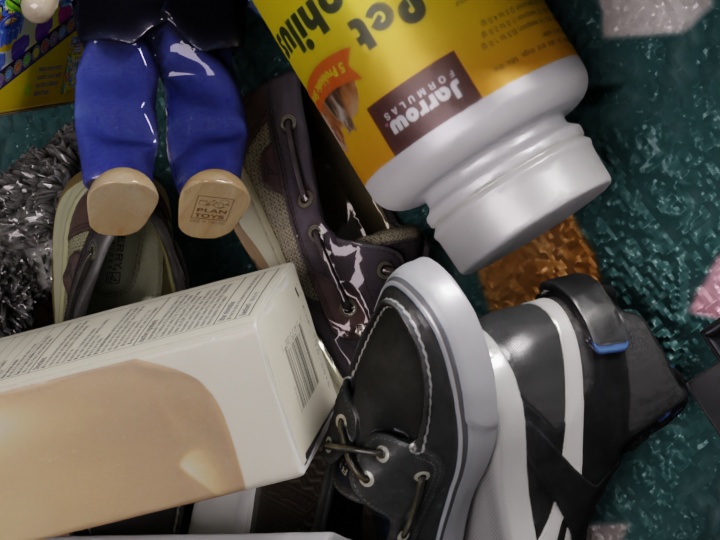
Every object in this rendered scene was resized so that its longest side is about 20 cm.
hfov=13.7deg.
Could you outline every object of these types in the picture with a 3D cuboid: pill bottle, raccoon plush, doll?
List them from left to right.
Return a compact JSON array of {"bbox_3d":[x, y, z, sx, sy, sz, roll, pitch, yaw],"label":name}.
[{"bbox_3d":[-0.196,-0.017,1.382,0.134,0.200,0.097,-56,49,22],"label":"raccoon plush"},{"bbox_3d":[-0.083,-0.109,1.339,0.136,0.049,0.200,1,58,-9],"label":"doll"},{"bbox_3d":[0.025,-0.103,1.300,0.109,0.109,0.200,-34,84,25],"label":"pill bottle"}]

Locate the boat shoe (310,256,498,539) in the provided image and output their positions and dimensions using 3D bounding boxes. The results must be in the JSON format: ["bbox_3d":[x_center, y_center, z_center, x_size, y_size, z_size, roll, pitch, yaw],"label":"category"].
[{"bbox_3d":[0.013,0.080,1.267,0.069,0.057,0.200,45,147,33],"label":"boat shoe"}]

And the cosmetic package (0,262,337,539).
[{"bbox_3d":[-0.119,0.064,1.283,0.199,0.105,0.071,-14,102,13],"label":"cosmetic package"}]

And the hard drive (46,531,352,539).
[{"bbox_3d":[-0.090,0.180,1.309,0.200,0.026,0.132,-5,66,43],"label":"hard drive"}]

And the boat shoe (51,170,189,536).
[{"bbox_3d":[-0.109,0.054,1.365,0.072,0.066,0.201,-3,107,-10],"label":"boat shoe"}]

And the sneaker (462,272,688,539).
[{"bbox_3d":[0.095,0.092,1.323,0.073,0.112,0.200,45,150,42],"label":"sneaker"}]

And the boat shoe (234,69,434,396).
[{"bbox_3d":[0.000,0.000,1.350,0.065,0.072,0.200,-39,76,29],"label":"boat shoe"}]

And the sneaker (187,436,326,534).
[{"bbox_3d":[-0.047,0.125,1.404,0.073,0.085,0.200,9,124,-21],"label":"sneaker"}]

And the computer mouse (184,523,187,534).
[{"bbox_3d":[-0.114,0.152,1.445,0.058,0.034,0.201,7,101,22],"label":"computer mouse"}]

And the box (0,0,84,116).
[{"bbox_3d":[-0.224,-0.191,1.393,0.200,0.122,0.193,18,104,21],"label":"box"}]

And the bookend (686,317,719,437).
[{"bbox_3d":[0.198,0.099,1.205,0.092,0.200,0.199,-36,84,24],"label":"bookend"}]
